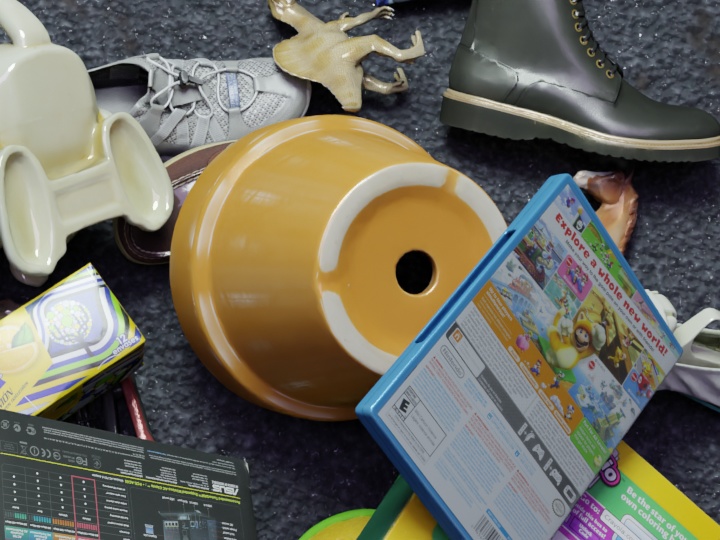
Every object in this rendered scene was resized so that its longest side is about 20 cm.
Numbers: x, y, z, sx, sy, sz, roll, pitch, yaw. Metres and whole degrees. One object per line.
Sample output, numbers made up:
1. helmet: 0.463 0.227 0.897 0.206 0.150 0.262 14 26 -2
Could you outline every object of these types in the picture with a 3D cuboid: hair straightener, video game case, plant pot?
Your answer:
1. hair straightener: -0.172 0.120 0.981 0.077 0.041 0.201 -17 76 -7
2. video game case: 0.097 0.062 0.844 0.200 0.018 0.143 -48 113 -29
3. plant pot: 0.000 0.000 0.917 0.200 0.183 0.201 -1 92 -21

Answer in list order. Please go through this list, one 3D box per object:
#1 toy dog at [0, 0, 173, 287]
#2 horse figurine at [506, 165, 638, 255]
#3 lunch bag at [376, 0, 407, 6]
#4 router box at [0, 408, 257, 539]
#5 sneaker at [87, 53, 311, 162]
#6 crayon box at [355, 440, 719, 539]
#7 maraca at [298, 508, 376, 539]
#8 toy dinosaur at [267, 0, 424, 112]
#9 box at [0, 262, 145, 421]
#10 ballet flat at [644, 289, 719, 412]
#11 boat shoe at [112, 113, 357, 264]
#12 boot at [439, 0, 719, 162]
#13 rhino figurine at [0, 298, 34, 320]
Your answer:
1. toy dog: -0.259 -0.069 0.984 0.139 0.200 0.194 -39 111 -45
2. horse figurine: 0.140 0.023 1.015 0.132 0.050 0.201 -2 64 -15
3. lunch bag: 0.077 -0.317 1.114 0.169 0.128 0.201 -7 57 -1
4. router box: -0.147 0.174 0.857 0.200 0.062 0.150 19 48 -40
5. sneaker: -0.131 -0.116 1.049 0.199 0.082 0.075 -12 70 -8
6. crayon box: 0.112 0.173 0.887 0.200 0.058 0.173 42 55 -5
7. maraca: 0.002 0.247 0.905 0.137 0.107 0.201 7 78 8
8. toy dinosaur: -0.010 -0.147 1.060 0.101 0.058 0.200 -6 39 -20
9. box: -0.233 0.082 0.921 0.200 0.070 0.064 -35 81 -17
10. ballet flat: 0.197 0.045 0.958 0.200 0.069 0.070 15 66 -30
11. boat shoe: -0.073 -0.057 1.024 0.199 0.072 0.072 -19 102 -12
12. boot: 0.164 -0.155 1.041 0.199 0.077 0.139 9 101 1
13. rhino figurine: -0.261 0.110 0.976 0.087 0.060 0.201 1 71 -5
